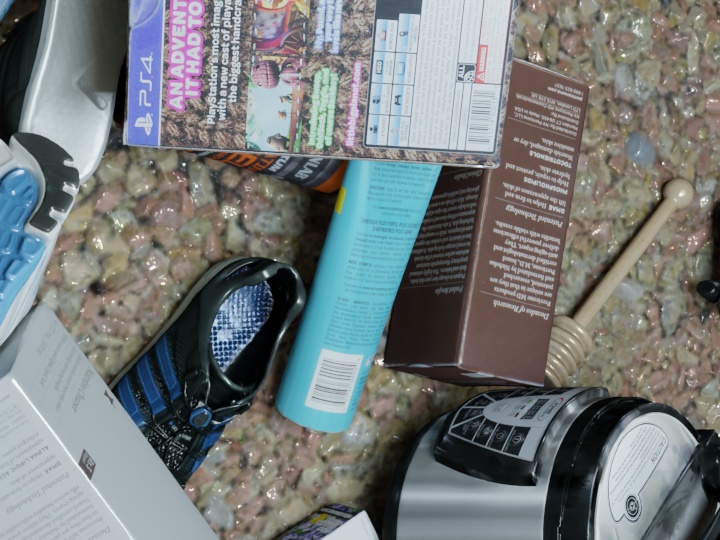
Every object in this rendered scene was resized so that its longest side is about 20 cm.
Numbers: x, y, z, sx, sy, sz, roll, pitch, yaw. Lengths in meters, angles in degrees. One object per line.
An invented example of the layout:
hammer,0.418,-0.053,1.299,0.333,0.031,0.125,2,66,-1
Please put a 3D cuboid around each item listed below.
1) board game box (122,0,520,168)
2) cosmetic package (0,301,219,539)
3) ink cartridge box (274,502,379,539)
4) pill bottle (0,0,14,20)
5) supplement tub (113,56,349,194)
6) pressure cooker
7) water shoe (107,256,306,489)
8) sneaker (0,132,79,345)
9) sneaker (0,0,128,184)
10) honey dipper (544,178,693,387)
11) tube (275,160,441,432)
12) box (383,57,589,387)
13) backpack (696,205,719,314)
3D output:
board game box,-0.021,-0.150,0.834,0.197,0.097,0.161,3,113,-5
cosmetic package,-0.151,0.133,0.867,0.081,0.113,0.201,-33,107,10
ink cartridge box,-0.063,0.240,0.979,0.199,0.050,0.110,-30,104,-26
pill bottle,-0.241,-0.173,0.881,0.108,0.108,0.201,36,71,-21
supplement tub,-0.046,-0.110,0.981,0.198,0.107,0.108,15,80,-26
pressure cooker,0.136,0.164,0.988,0.178,0.198,0.178,22,69,-45
water shoe,-0.105,0.073,0.954,0.071,0.079,0.201,36,72,-20
sneaker,-0.208,0.026,0.829,0.074,0.087,0.201,28,55,6
sneaker,-0.163,-0.153,0.917,0.070,0.099,0.202,17,96,-33
honey dipper,0.177,0.005,1.134,0.038,0.038,0.200,47,64,-17
tube,0.000,0.000,0.982,0.077,0.050,0.202,-1,116,-48
box,0.082,-0.028,1.047,0.074,0.100,0.203,16,80,-26
backpack,0.371,-0.037,1.149,0.198,0.190,0.156,13,65,-26
